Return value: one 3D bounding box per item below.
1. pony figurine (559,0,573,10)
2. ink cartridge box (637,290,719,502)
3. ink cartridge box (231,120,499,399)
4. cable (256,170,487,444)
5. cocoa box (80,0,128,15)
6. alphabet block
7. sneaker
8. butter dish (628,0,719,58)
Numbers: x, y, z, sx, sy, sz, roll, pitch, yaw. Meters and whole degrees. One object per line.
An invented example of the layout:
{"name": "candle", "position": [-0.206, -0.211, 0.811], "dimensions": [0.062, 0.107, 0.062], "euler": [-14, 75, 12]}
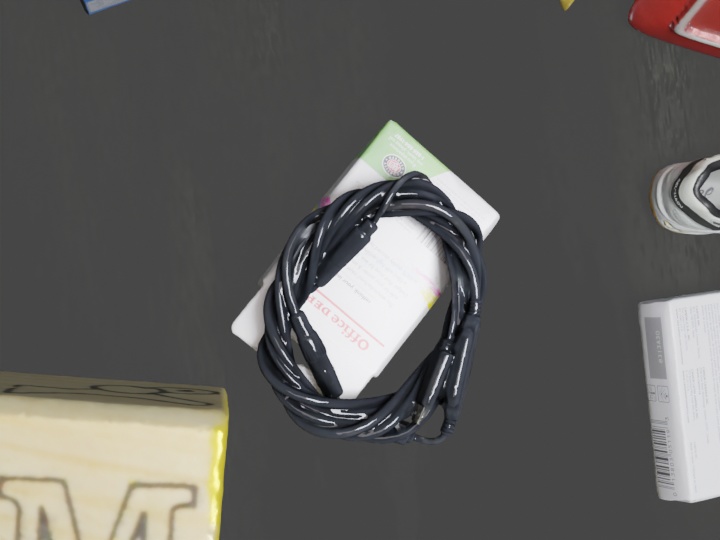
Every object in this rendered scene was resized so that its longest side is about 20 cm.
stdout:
{"name": "pony figurine", "position": [0.120, -0.318, 0.903], "dimensions": [0.199, 0.193, 0.167], "euler": [31, 53, -5]}
{"name": "ink cartridge box", "position": [0.328, 0.094, 0.994], "dimensions": [0.198, 0.050, 0.163], "euler": [-6, 90, -26]}
{"name": "ink cartridge box", "position": [0.000, 0.000, 0.932], "dimensions": [0.117, 0.067, 0.201], "euler": [40, 84, -6]}
{"name": "cable", "position": [0.011, 0.024, 0.880], "dimensions": [0.161, 0.051, 0.202], "euler": [12, 91, -4]}
{"name": "cocoa box", "position": [-0.183, -0.313, 0.880], "dimensions": [0.132, 0.131, 0.202], "euler": [-22, 92, -7]}
{"name": "alphabet block", "position": [-0.197, 0.179, 0.844], "dimensions": [0.197, 0.195, 0.199], "euler": [5, 91, -6]}
{"name": "sneaker", "position": [0.338, -0.062, 0.967], "dimensions": [0.198, 0.088, 0.077], "euler": [-8, 89, -9]}
{"name": "butter dish", "position": [0.335, -0.261, 0.938], "dimensions": [0.198, 0.200, 0.149], "euler": [15, 64, -8]}
